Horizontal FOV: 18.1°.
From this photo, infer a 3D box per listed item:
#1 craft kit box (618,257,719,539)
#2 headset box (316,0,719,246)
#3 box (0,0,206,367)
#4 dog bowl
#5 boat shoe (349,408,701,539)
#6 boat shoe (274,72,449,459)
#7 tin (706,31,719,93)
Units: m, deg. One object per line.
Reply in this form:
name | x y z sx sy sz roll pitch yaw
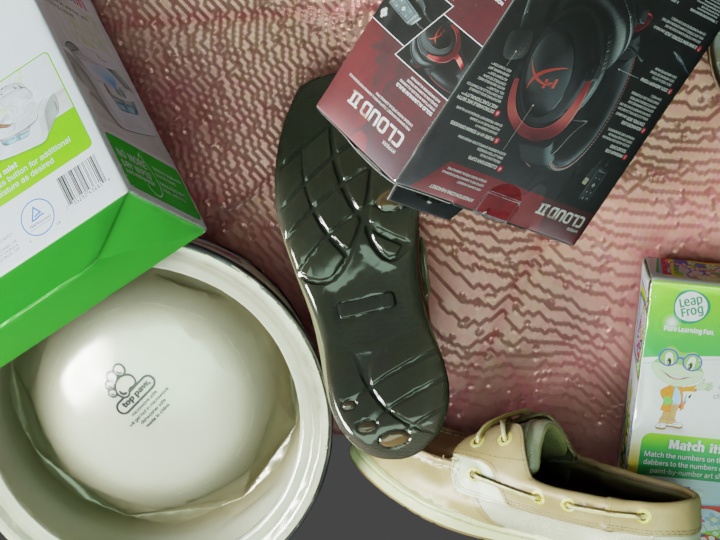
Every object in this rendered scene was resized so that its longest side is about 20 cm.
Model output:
craft kit box | 0.237 0.101 1.205 0.199 0.049 0.199 6 110 0
headset box | 0.084 -0.108 1.096 0.148 0.075 0.200 15 113 -47
box | -0.209 -0.048 1.117 0.200 0.097 0.177 -34 69 12
dog bowl | -0.111 0.068 1.200 0.199 0.074 0.201 1 108 3
boat shoe | 0.089 0.108 1.182 0.199 0.074 0.067 21 110 21
boat shoe | 0.000 0.000 1.167 0.075 0.074 0.201 -8 81 2
tin | 0.273 -0.125 1.143 0.199 0.042 0.113 -4 111 3
